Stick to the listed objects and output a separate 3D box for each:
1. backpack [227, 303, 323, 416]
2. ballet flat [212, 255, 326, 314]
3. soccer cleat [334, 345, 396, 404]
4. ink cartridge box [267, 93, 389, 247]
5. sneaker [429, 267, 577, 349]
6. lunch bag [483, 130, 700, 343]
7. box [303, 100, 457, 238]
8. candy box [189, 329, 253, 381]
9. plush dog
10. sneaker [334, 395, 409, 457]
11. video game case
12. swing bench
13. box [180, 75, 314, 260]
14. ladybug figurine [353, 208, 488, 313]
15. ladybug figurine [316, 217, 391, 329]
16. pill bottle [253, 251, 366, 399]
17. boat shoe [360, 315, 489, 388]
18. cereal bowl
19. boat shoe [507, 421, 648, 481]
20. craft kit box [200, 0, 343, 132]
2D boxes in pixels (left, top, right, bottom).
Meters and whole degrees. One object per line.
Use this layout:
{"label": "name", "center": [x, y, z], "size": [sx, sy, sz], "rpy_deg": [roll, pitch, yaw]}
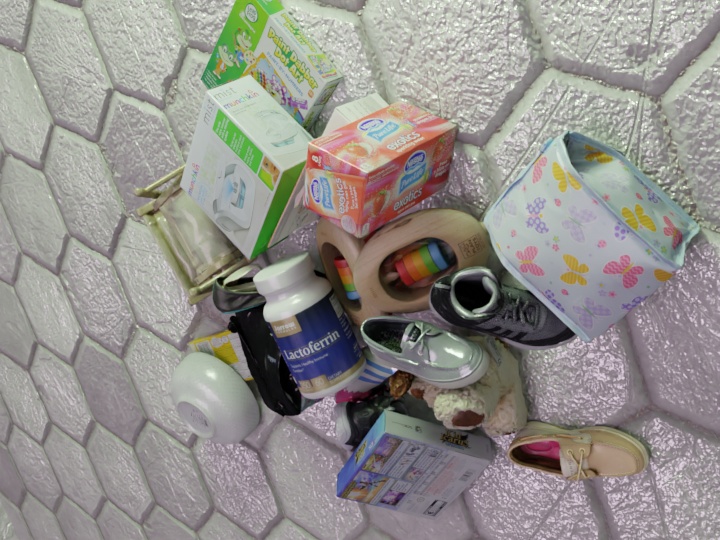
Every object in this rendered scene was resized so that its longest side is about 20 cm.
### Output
{"label": "backpack", "center": [-0.121, 0.142, 1.464], "size": [0.166, 0.126, 0.203], "rpy_deg": [5, 116, 53]}
{"label": "ballet flat", "center": [-0.142, 0.020, 1.388], "size": [0.068, 0.196, 0.069], "rpy_deg": [-109, 7, -60]}
{"label": "soccer cleat", "center": [0.019, 0.158, 1.396], "size": [0.199, 0.069, 0.088], "rpy_deg": [-34, 69, 46]}
{"label": "ink cartridge box", "center": [-0.054, -0.141, 1.218], "size": [0.045, 0.175, 0.201], "rpy_deg": [44, 134, 14]}
{"label": "sneaker", "center": [0.181, 0.048, 1.077], "size": [0.196, 0.114, 0.077], "rpy_deg": [13, 82, 7]}
{"label": "lunch bag", "center": [0.262, -0.049, 1.018], "size": [0.199, 0.127, 0.170], "rpy_deg": [41, 134, 4]}
{"label": "box", "center": [0.027, -0.137, 1.129], "size": [0.102, 0.199, 0.096], "rpy_deg": [29, 131, 28]}
{"label": "candy box", "center": [-0.248, 0.164, 1.661], "size": [0.198, 0.026, 0.103], "rpy_deg": [-17, 103, 46]}
{"label": "plush dog", "center": [0.132, 0.146, 1.228], "size": [0.169, 0.199, 0.164], "rpy_deg": [-4, 75, 33]}
{"label": "sneaker", "center": [0.027, 0.254, 1.403], "size": [0.112, 0.200, 0.077], "rpy_deg": [-11, 68, 6]}
{"label": "video game case", "center": [0.079, 0.306, 1.351], "size": [0.178, 0.046, 0.201], "rpy_deg": [16, 134, -16]}
{"label": "swing bench", "center": [-0.286, -0.063, 1.495], "size": [0.201, 0.129, 0.200], "rpy_deg": [59, 166, -1]}
{"label": "box", "center": [-0.167, -0.155, 1.311], "size": [0.177, 0.096, 0.201], "rpy_deg": [45, 138, 14]}
{"label": "ladybug figurine", "center": [0.084, -0.020, 1.185], "size": [0.197, 0.072, 0.137], "rpy_deg": [-22, 114, 15]}
{"label": "ladybug figurine", "center": [0.000, 0.000, 1.306], "size": [0.135, 0.071, 0.203], "rpy_deg": [14, 128, 57]}
{"label": "pill bottle", "center": [-0.079, 0.081, 1.320], "size": [0.115, 0.115, 0.202], "rpy_deg": [-13, 108, 45]}
{"label": "boat shoe", "center": [0.076, 0.101, 1.143], "size": [0.199, 0.071, 0.072], "rpy_deg": [8, 152, 45]}
{"label": "cereal bowl", "center": [-0.296, 0.262, 1.690], "size": [0.198, 0.083, 0.203], "rpy_deg": [23, 134, 25]}
{"label": "boat shoe", "center": [0.291, 0.256, 1.187], "size": [0.198, 0.069, 0.075], "rpy_deg": [-4, 109, 43]}
{"label": "craft kit box", "center": [-0.140, -0.291, 1.316], "size": [0.201, 0.048, 0.198], "rpy_deg": [50, 133, 11]}
